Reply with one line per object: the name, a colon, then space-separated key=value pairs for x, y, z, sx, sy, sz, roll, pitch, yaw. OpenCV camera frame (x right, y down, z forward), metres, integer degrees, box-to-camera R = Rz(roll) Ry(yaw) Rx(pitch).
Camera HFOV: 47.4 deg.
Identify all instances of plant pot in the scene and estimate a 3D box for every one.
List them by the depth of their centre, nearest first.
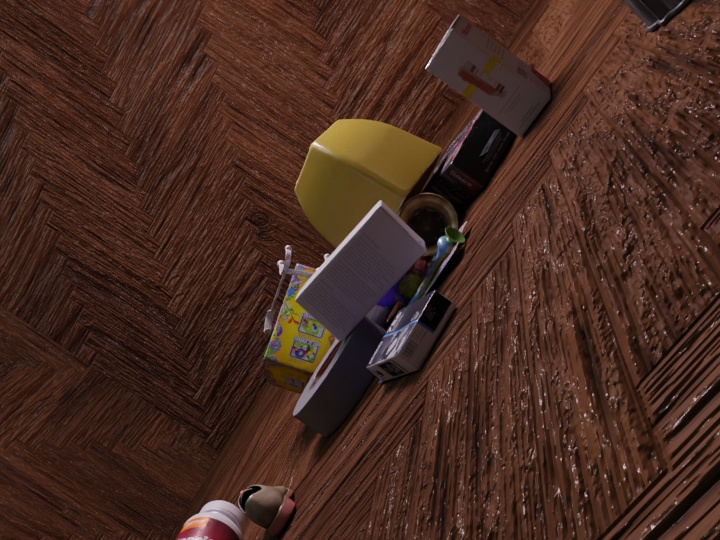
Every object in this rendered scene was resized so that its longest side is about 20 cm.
plant pot: x=-0.002 y=-0.158 z=1.482 sx=0.196 sy=0.199 sz=0.195 roll=-53 pitch=-8 yaw=-49

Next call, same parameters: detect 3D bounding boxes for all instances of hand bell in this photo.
hand bell: x=0.117 y=-0.064 z=1.449 sx=0.105 sy=0.104 sz=0.200 roll=-56 pitch=-7 yaw=-3

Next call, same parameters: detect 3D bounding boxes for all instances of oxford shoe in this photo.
oxford shoe: x=-0.148 y=0.350 z=1.251 sx=0.071 sy=0.074 sz=0.200 roll=-58 pitch=4 yaw=-16

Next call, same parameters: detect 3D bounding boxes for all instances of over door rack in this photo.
over door rack: x=-0.079 y=0.040 z=1.407 sx=0.201 sy=0.146 sz=0.067 roll=112 pitch=166 yaw=-46

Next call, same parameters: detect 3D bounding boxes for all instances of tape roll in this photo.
tape roll: x=-0.030 y=0.170 z=1.344 sx=0.201 sy=0.066 sz=0.200 roll=-55 pitch=4 yaw=6

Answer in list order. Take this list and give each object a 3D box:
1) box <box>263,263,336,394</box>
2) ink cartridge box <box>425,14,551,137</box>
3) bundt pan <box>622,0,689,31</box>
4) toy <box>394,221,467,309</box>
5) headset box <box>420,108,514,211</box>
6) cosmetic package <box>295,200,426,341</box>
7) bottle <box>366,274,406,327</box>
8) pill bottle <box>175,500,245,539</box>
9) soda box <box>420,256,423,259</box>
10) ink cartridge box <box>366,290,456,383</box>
box: x=-0.099 y=0.123 z=1.584 sx=0.200 sy=0.121 sz=0.195 roll=101 pitch=-174 yaw=-70
ink cartridge box: x=0.218 y=-0.330 z=1.383 sx=0.084 sy=0.199 sz=0.145 roll=-53 pitch=4 yaw=28
bundt pan: x=0.364 y=-0.379 z=0.927 sx=0.203 sy=0.075 sz=0.202 roll=-55 pitch=5 yaw=7
toy: x=0.092 y=0.009 z=1.287 sx=0.201 sy=0.047 sz=0.115 roll=-53 pitch=3 yaw=32
headset box: x=0.196 y=-0.197 z=1.477 sx=0.149 sy=0.075 sz=0.200 roll=-58 pitch=4 yaw=-21
cosmetic package: x=0.000 y=0.000 z=1.284 sx=0.200 sy=0.101 sz=0.071 roll=-47 pitch=7 yaw=11
bottle: x=0.034 y=0.033 z=1.402 sx=0.084 sy=0.065 sz=0.201 roll=-66 pitch=-3 yaw=-45
pill bottle: x=-0.254 y=0.467 z=1.319 sx=0.113 sy=0.112 sz=0.200 roll=-54 pitch=5 yaw=23
soda box: x=0.061 y=0.006 z=1.570 sx=0.201 sy=0.063 sz=0.068 roll=-56 pitch=4 yaw=-10
ink cartridge box: x=0.059 y=0.093 z=1.094 sx=0.100 sy=0.039 sz=0.200 roll=-58 pitch=4 yaw=-19
